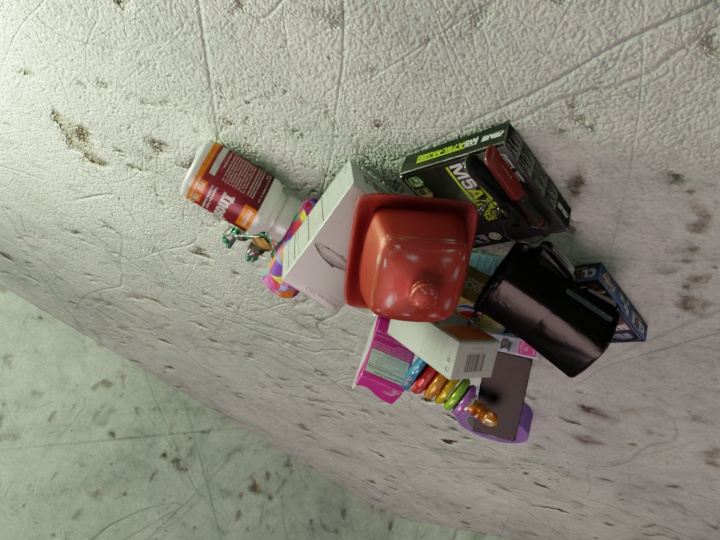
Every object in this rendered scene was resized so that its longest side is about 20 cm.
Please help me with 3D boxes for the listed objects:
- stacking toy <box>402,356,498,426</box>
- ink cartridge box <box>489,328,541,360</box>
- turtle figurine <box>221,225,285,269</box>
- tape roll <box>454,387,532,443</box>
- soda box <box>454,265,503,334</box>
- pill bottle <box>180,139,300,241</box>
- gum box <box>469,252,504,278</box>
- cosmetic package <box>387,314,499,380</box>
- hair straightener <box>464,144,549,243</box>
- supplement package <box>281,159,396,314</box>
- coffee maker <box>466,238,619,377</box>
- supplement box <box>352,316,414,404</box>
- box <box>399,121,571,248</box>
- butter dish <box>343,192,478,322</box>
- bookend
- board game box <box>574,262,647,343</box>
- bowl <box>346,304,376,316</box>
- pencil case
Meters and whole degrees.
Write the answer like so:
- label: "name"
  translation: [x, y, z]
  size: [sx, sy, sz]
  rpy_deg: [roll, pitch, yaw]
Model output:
- label: "stacking toy"
  translation: [0.188, 0.240, 1.272]
  size: [0.199, 0.110, 0.117]
  rpy_deg: [39, 149, 11]
- label: "ink cartridge box"
  translation: [0.265, 0.120, 1.270]
  size: [0.196, 0.119, 0.043]
  rpy_deg: [8, 104, 22]
- label: "turtle figurine"
  translation: [-0.204, -0.052, 1.320]
  size: [0.199, 0.101, 0.151]
  rpy_deg: [7, 137, 57]
- label: "tape roll"
  translation: [0.353, 0.386, 1.708]
  size: [0.196, 0.067, 0.201]
  rpy_deg: [18, 152, 10]
- label: "soda box"
  translation: [0.173, 0.031, 1.128]
  size: [0.197, 0.069, 0.064]
  rpy_deg: [29, 150, -9]
- label: "pill bottle"
  translation: [-0.213, -0.138, 1.162]
  size: [0.198, 0.115, 0.113]
  rpy_deg: [29, 151, -13]
- label: "gum box"
  translation: [0.202, 0.028, 1.222]
  size: [0.196, 0.045, 0.171]
  rpy_deg: [11, 149, 22]
- label: "cosmetic package"
  translation: [0.146, 0.120, 1.171]
  size: [0.100, 0.073, 0.199]
  rpy_deg: [2, -163, -33]
- label: "hair straightener"
  translation: [0.206, -0.099, 0.922]
  size: [0.076, 0.042, 0.199]
  rpy_deg: [-12, 142, 43]
- label: "supplement package"
  translation: [-0.029, -0.055, 1.064]
  size: [0.116, 0.118, 0.201]
  rpy_deg: [31, 111, -20]
- label: "coffee maker"
  translation: [0.288, 0.073, 1.022]
  size: [0.199, 0.193, 0.135]
  rpy_deg: [36, 162, 7]
- label: "supplement box"
  translation: [0.063, 0.169, 1.396]
  size: [0.102, 0.203, 0.102]
  rpy_deg: [23, 153, -2]
- label: "box"
  translation: [0.189, -0.118, 0.978]
  size: [0.191, 0.048, 0.200]
  rpy_deg: [-7, 141, 44]
- label: "butter dish"
  translation: [0.083, 0.005, 0.958]
  size: [0.195, 0.149, 0.204]
  rpy_deg: [3, 119, -11]
- label: "bookend"
  translation: [0.304, 0.208, 1.355]
  size: [0.090, 0.200, 0.203]
  rpy_deg: [10, 117, 13]
- label: "board game box"
  translation: [0.406, 0.065, 1.148]
  size: [0.134, 0.035, 0.200]
  rpy_deg: [-10, 138, 45]
- label: "bowl"
  translation: [0.000, 0.000, 1.288]
  size: [0.198, 0.076, 0.199]
  rpy_deg: [30, 151, -16]
- label: "pencil case"
  translation: [-0.109, -0.040, 1.195]
  size: [0.087, 0.089, 0.201]
  rpy_deg: [28, 123, -13]
